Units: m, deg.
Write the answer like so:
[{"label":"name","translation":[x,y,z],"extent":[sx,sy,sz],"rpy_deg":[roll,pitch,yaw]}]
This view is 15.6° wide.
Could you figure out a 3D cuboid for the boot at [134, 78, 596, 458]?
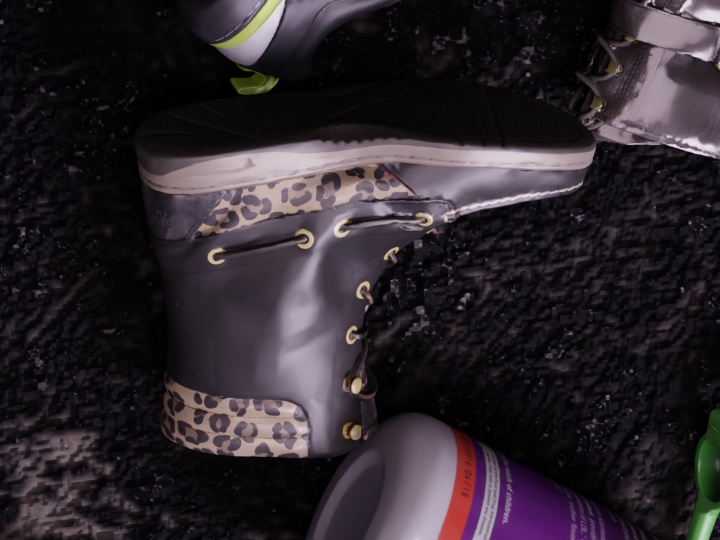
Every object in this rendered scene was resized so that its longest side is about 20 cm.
[{"label":"boot","translation":[0.000,0.000,1.145],"extent":[0.198,0.073,0.152],"rpy_deg":[-5,117,-15]}]

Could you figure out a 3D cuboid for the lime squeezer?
[{"label":"lime squeezer","translation":[0.187,0.084,1.242],"extent":[0.201,0.038,0.070],"rpy_deg":[-53,140,6]}]

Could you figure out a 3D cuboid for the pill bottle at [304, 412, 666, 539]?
[{"label":"pill bottle","translation":[0.077,0.153,1.192],"extent":[0.199,0.113,0.113],"rpy_deg":[28,99,-17]}]

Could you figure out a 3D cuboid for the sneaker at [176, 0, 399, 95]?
[{"label":"sneaker","translation":[0.004,-0.160,1.118],"extent":[0.200,0.072,0.083],"rpy_deg":[-45,130,8]}]

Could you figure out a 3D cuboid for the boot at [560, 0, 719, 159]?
[{"label":"boot","translation":[0.129,-0.138,1.141],"extent":[0.199,0.069,0.175],"rpy_deg":[20,104,-14]}]
